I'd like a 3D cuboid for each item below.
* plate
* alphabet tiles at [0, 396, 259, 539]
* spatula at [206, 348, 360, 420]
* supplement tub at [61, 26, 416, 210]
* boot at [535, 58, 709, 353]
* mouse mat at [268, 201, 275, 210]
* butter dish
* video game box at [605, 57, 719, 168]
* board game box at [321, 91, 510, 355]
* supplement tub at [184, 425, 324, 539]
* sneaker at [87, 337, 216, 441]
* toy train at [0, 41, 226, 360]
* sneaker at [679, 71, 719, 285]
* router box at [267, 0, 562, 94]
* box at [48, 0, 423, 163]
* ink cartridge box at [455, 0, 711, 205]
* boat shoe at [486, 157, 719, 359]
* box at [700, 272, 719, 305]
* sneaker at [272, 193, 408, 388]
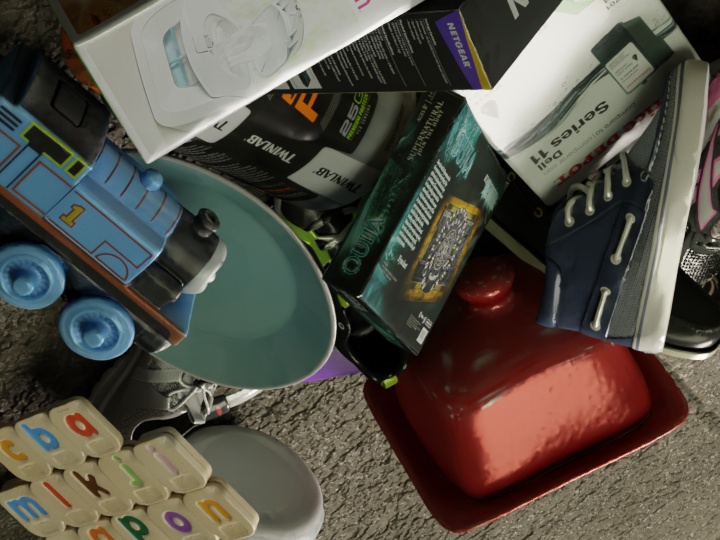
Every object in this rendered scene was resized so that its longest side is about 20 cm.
[{"bbox_3d":[-0.101,-0.004,1.329,0.200,0.200,0.026,92,23,-48],"label":"plate"},{"bbox_3d":[-0.161,0.162,1.464,0.200,0.015,0.196,-21,120,44],"label":"alphabet tiles"},{"bbox_3d":[-0.083,0.085,1.533,0.200,0.021,0.057,-23,136,-10],"label":"spatula"},{"bbox_3d":[-0.070,-0.118,1.240,0.123,0.123,0.200,-46,142,18],"label":"supplement tub"},{"bbox_3d":[0.171,-0.045,1.402,0.090,0.073,0.201,11,107,9],"label":"boot"},{"bbox_3d":[-0.035,-0.002,1.493,0.200,0.008,0.161,-41,142,11],"label":"mouse mat"},{"bbox_3d":[0.102,0.054,1.518,0.200,0.200,0.148,-25,128,-6],"label":"butter dish"},{"bbox_3d":[0.271,-0.077,1.541,0.182,0.047,0.200,-24,143,-1],"label":"video game box"},{"bbox_3d":[0.039,-0.028,1.334,0.136,0.028,0.200,-62,164,-6],"label":"board game box"},{"bbox_3d":[-0.117,0.222,1.590,0.122,0.123,0.200,1,131,-37],"label":"supplement tub"},{"bbox_3d":[-0.111,0.064,1.439,0.075,0.082,0.200,5,133,-36],"label":"sneaker"},{"bbox_3d":[-0.167,-0.033,1.244,0.200,0.087,0.114,41,119,-20],"label":"toy train"},{"bbox_3d":[0.252,-0.050,1.451,0.080,0.086,0.200,-10,143,-17],"label":"sneaker"},{"bbox_3d":[0.046,-0.174,1.160,0.200,0.157,0.052,-51,129,-35],"label":"router box"},{"bbox_3d":[-0.084,-0.182,1.089,0.176,0.200,0.097,-31,139,-1],"label":"box"},{"bbox_3d":[0.120,-0.149,1.374,0.146,0.083,0.200,-39,144,9],"label":"ink cartridge box"},{"bbox_3d":[0.171,-0.013,1.480,0.074,0.201,0.063,-41,165,-49],"label":"boat shoe"},{"bbox_3d":[0.339,-0.021,1.522,0.122,0.106,0.200,-2,137,-27],"label":"box"},{"bbox_3d":[0.000,0.000,1.437,0.072,0.083,0.200,-27,135,-7],"label":"sneaker"}]
